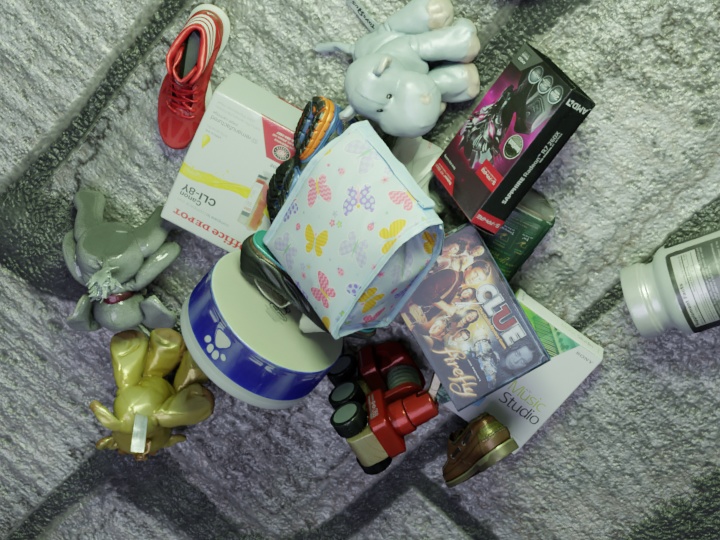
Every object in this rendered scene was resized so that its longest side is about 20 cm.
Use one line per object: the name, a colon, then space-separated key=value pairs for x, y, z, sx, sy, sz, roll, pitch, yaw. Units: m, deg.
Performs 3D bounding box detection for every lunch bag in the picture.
lunch bag: x=0.005 y=-0.049 z=1.518 sx=0.170 sy=0.127 sz=0.200 roll=51 pitch=130 yaw=24

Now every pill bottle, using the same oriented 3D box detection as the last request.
pill bottle: x=0.431 y=0.010 z=1.593 sx=0.199 sy=0.116 sz=0.117 roll=-20 pitch=109 yaw=22

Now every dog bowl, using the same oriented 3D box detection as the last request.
dog bowl: x=-0.123 y=0.073 z=1.638 sx=0.200 sy=0.200 sz=0.079 roll=38 pitch=123 yaw=-6

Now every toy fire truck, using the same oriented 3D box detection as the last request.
toy fire truck: x=0.057 y=0.144 z=1.715 sx=0.199 sy=0.176 sz=0.129 roll=-27 pitch=117 yaw=10

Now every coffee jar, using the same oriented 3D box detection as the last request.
coffee jar: x=0.158 y=-0.018 z=1.661 sx=0.104 sy=0.085 sz=0.200 roll=27 pitch=118 yaw=-9

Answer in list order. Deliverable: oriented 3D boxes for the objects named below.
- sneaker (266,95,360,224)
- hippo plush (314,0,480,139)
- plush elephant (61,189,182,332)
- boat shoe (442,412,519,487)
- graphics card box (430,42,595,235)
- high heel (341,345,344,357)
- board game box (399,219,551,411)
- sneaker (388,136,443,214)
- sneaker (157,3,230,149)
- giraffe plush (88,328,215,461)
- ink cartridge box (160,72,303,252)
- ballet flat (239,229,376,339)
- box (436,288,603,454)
sneaker: x=-0.057 y=-0.114 z=1.593 sx=0.078 sy=0.075 sz=0.200 roll=15 pitch=123 yaw=-24
hippo plush: x=0.049 y=-0.246 z=1.536 sx=0.200 sy=0.161 sz=0.159 roll=35 pitch=118 yaw=-4
plush elephant: x=-0.325 y=0.011 z=1.760 sx=0.164 sy=0.200 sz=0.155 roll=6 pitch=135 yaw=3
boat shoe: x=0.155 y=0.242 z=1.769 sx=0.068 sy=0.072 sz=0.200 roll=57 pitch=152 yaw=10
graphics card box: x=0.179 y=-0.158 z=1.550 sx=0.051 sy=0.126 sz=0.200 roll=24 pitch=113 yaw=-36
high heel: x=-0.104 y=0.047 z=1.761 sx=0.142 sy=0.072 sz=0.201 roll=-3 pitch=123 yaw=8
board game box: x=0.129 y=0.056 z=1.605 sx=0.135 sy=0.035 sz=0.200 roll=-30 pitch=98 yaw=7
sneaker: x=0.053 y=-0.080 z=1.665 sx=0.099 sy=0.078 sz=0.200 roll=25 pitch=120 yaw=-4
sneaker: x=-0.230 y=-0.233 z=1.636 sx=0.078 sy=0.116 sz=0.201 roll=19 pitch=117 yaw=5
giraffe plush: x=-0.301 y=0.200 z=1.851 sx=0.172 sy=0.200 sz=0.162 roll=23 pitch=147 yaw=-2
ink cartridge box: x=-0.153 y=-0.130 z=1.684 sx=0.145 sy=0.083 sz=0.200 roll=28 pitch=118 yaw=-2
ballet flat: x=-0.068 y=0.030 z=1.603 sx=0.200 sy=0.068 sz=0.068 roll=40 pitch=127 yaw=7
box: x=0.212 y=0.140 z=1.752 sx=0.144 sy=0.036 sz=0.200 roll=35 pitch=117 yaw=-4
